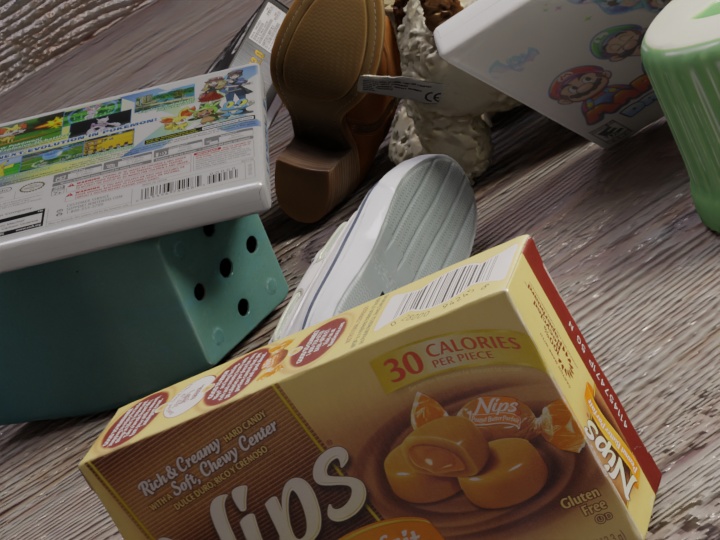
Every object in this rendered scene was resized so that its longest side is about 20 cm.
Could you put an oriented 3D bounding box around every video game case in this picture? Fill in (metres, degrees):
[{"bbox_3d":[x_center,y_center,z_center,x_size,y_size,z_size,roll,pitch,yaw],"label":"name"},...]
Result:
[{"bbox_3d":[0.168,-0.145,1.183,0.199,0.024,0.182,-30,-30,27],"label":"video game case"},{"bbox_3d":[-0.154,-0.062,1.321,0.198,0.022,0.183,-13,28,3],"label":"video game case"}]

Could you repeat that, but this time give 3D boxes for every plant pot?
[{"bbox_3d":[-0.157,0.003,1.364,0.199,0.142,0.141,-3,28,40],"label":"plant pot"}]

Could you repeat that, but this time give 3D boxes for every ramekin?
[{"bbox_3d":[0.235,-0.111,1.056,0.199,0.098,0.200,-28,15,8],"label":"ramekin"}]

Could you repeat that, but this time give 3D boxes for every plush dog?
[{"bbox_3d":[0.079,-0.172,1.363,0.199,0.161,0.173,-24,40,24],"label":"plush dog"}]

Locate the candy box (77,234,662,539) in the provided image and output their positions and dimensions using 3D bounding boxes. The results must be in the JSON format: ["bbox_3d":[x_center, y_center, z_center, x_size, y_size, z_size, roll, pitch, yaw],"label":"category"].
[{"bbox_3d":[0.003,0.079,0.844,0.199,0.116,0.055,-23,15,24],"label":"candy box"}]

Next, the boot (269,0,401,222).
[{"bbox_3d":[0.000,-0.146,1.499,0.076,0.201,0.155,15,35,15],"label":"boot"}]

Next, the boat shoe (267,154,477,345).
[{"bbox_3d":[0.000,0.000,1.188,0.066,0.074,0.200,-16,21,34],"label":"boat shoe"}]

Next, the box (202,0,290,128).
[{"bbox_3d":[-0.116,-0.079,1.524,0.158,0.048,0.201,-41,19,50],"label":"box"}]

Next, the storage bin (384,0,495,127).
[{"bbox_3d":[0.129,-0.199,1.563,0.199,0.094,0.198,-32,15,-9],"label":"storage bin"}]
